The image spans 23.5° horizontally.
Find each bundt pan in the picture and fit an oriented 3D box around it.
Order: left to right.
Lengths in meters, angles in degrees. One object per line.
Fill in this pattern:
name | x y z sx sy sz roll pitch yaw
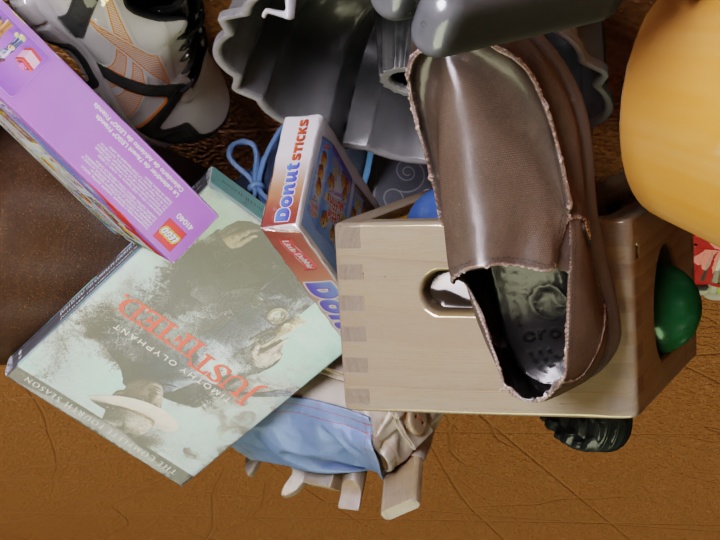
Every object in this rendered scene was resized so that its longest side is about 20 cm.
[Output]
bundt pan | 0.030 -0.126 0.864 0.202 0.076 0.202 8 161 3

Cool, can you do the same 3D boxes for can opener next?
can opener | 0.091 -0.137 0.733 0.200 0.053 0.067 -22 143 -36

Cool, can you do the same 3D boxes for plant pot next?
plant pot | -0.177 -0.022 1.149 0.200 0.187 0.187 5 165 -27
plant pot | 0.229 -0.068 0.793 0.183 0.200 0.200 15 167 37

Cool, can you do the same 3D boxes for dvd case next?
dvd case | -0.100 0.040 1.058 0.146 0.022 0.200 37 121 -25

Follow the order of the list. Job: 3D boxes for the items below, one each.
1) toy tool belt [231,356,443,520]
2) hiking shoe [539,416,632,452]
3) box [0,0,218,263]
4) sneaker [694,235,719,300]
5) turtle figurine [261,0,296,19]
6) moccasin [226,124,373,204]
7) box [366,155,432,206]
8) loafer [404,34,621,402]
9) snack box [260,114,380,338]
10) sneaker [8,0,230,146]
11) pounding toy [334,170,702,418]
toy tool belt | -0.034 0.099 1.143 0.200 0.123 0.125 0 155 35
hiking shoe | 0.151 0.042 1.086 0.087 0.200 0.074 11 122 -14
box | -0.174 -0.091 0.941 0.200 0.039 0.137 46 171 -20
sneaker | 0.234 -0.022 1.069 0.200 0.077 0.085 -8 149 40
turtle figurine | -0.029 -0.193 0.669 0.150 0.101 0.200 38 142 -22
moccasin | -0.056 -0.028 1.063 0.068 0.080 0.200 7 126 -33
box | 0.038 -0.010 1.144 0.122 0.106 0.200 13 160 -8
loafer | 0.071 -0.026 0.784 0.073 0.071 0.200 -11 113 27
snack box | 0.000 0.000 0.965 0.024 0.072 0.200 -2 148 23
sneaker | -0.114 -0.125 0.945 0.080 0.074 0.200 -1 158 23
pounding toy | 0.113 -0.010 0.938 0.200 0.142 0.184 0 -171 22
